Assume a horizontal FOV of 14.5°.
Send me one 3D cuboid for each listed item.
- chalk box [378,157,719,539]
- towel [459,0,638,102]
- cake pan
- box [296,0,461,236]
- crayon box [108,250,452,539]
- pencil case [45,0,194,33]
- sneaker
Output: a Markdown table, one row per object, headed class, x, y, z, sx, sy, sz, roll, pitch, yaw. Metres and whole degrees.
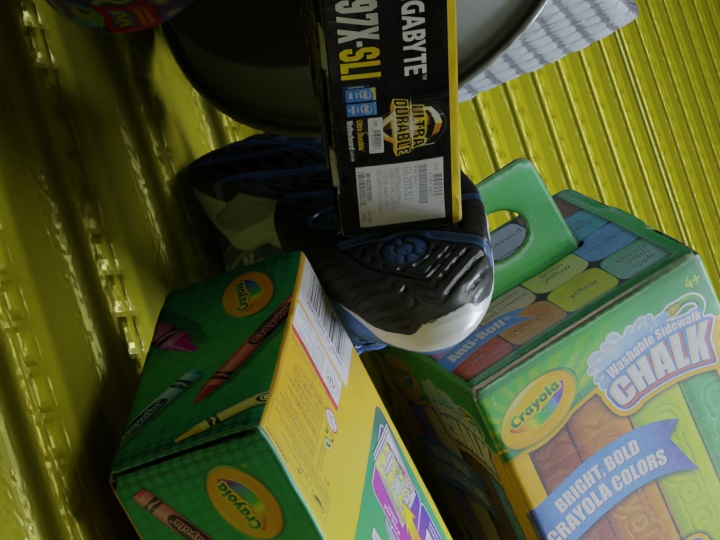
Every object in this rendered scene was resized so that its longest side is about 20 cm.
| class | x | y | z | sx | sy | sz | roll | pitch | yaw |
| --- | --- | --- | --- | --- | --- | --- | --- | --- | --- |
| chalk box | 0.093 | 0.050 | 1.267 | 0.200 | 0.124 | 0.124 | 64 | -14 | -25 |
| towel | 0.019 | -0.130 | 1.227 | 0.086 | 0.165 | 0.200 | 71 | 14 | 14 |
| cake pan | -0.004 | -0.150 | 1.105 | 0.037 | 0.200 | 0.201 | 38 | 35 | -53 |
| box | -0.005 | -0.138 | 0.975 | 0.160 | 0.049 | 0.200 | 81 | -2 | -59 |
| crayon box | -0.010 | 0.109 | 0.979 | 0.119 | 0.058 | 0.200 | -79 | 146 | -61 |
| pencil case | -0.113 | -0.135 | 0.935 | 0.200 | 0.087 | 0.078 | 21 | 77 | -69 |
| sneaker | 0.000 | 0.000 | 1.063 | 0.200 | 0.076 | 0.077 | -146 | -142 | -65 |
